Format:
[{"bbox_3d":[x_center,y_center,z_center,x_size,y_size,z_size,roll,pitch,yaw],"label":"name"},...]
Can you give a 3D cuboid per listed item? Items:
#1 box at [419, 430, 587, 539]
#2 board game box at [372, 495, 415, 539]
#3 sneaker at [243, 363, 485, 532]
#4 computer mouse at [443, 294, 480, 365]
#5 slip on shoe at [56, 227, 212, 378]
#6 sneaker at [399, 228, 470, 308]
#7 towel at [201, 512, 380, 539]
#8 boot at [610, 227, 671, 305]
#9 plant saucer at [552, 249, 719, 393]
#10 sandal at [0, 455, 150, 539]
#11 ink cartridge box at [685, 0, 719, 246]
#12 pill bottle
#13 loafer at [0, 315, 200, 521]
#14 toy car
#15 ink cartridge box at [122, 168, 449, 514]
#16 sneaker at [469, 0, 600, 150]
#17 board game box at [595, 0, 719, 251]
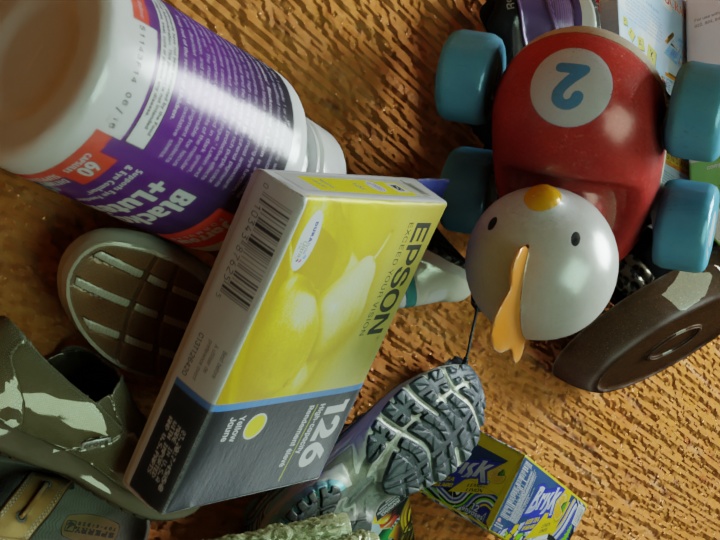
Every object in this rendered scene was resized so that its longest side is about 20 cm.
[{"bbox_3d":[0.117,0.181,1.051,0.064,0.070,0.200,-60,150,-8],"label":"box"},{"bbox_3d":[-0.039,0.235,0.960,0.200,0.035,0.126,-33,129,-33],"label":"board game box"},{"bbox_3d":[-0.002,0.126,0.912,0.200,0.086,0.078,-37,115,-19],"label":"sneaker"},{"bbox_3d":[0.070,0.058,0.990,0.059,0.034,0.200,-2,113,-57],"label":"computer mouse"},{"bbox_3d":[-0.105,0.023,0.780,0.076,0.061,0.200,-51,137,10],"label":"slip on shoe"},{"bbox_3d":[0.000,0.000,0.890,0.093,0.070,0.200,-50,147,14],"label":"sneaker"},{"bbox_3d":[-0.091,0.216,0.815,0.200,0.037,0.149,-6,136,-19],"label":"towel"},{"bbox_3d":[0.286,-0.012,1.181,0.154,0.073,0.204,-46,152,-3],"label":"boot"},{"bbox_3d":[0.256,0.049,1.108,0.200,0.035,0.200,-26,160,-10],"label":"plant saucer"},{"bbox_3d":[-0.190,0.150,0.746,0.200,0.055,0.082,24,88,-49],"label":"sandal"},{"bbox_3d":[0.322,-0.109,1.030,0.145,0.084,0.200,32,55,-45],"label":"ink cartridge box"},{"bbox_3d":[-0.099,-0.075,0.702,0.200,0.111,0.112,25,88,-49],"label":"pill bottle"},{"bbox_3d":[-0.150,0.086,0.745,0.200,0.076,0.068,34,87,-49],"label":"loafer"},{"bbox_3d":[0.120,-0.035,0.819,0.200,0.184,0.177,-60,154,-45],"label":"toy car"},{"bbox_3d":[-0.024,0.038,0.762,0.200,0.047,0.198,-1,120,-54],"label":"ink cartridge box"},{"bbox_3d":[0.105,-0.109,0.955,0.087,0.076,0.200,0,119,-15],"label":"sneaker"},{"bbox_3d":[0.229,-0.134,1.021,0.200,0.041,0.200,22,64,-49],"label":"board game box"}]
